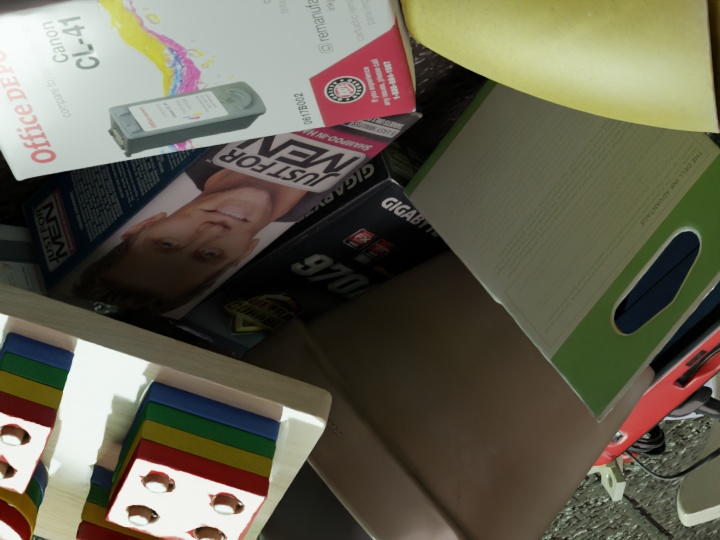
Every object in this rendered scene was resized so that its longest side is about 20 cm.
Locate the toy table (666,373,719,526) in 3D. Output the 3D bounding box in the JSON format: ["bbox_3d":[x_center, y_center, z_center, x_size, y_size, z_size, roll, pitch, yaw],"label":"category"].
[{"bbox_3d":[0.287,0.089,1.926,0.200,0.117,0.184,-24,151,9],"label":"toy table"}]

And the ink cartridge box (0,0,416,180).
[{"bbox_3d":[-0.083,-0.125,1.329,0.199,0.086,0.148,-11,151,4],"label":"ink cartridge box"}]

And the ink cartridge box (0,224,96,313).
[{"bbox_3d":[-0.223,0.030,1.558,0.200,0.067,0.117,8,142,-39],"label":"ink cartridge box"}]

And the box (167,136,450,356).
[{"bbox_3d":[0.000,0.000,1.667,0.159,0.046,0.200,-32,149,20],"label":"box"}]

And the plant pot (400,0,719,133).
[{"bbox_3d":[0.091,-0.160,1.330,0.142,0.201,0.200,-2,152,8],"label":"plant pot"}]

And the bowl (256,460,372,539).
[{"bbox_3d":[-0.038,0.222,1.631,0.074,0.200,0.200,12,121,-3],"label":"bowl"}]

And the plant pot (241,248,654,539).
[{"bbox_3d":[0.061,0.068,1.608,0.173,0.200,0.200,-41,149,3],"label":"plant pot"}]

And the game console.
[{"bbox_3d":[0.185,0.007,1.683,0.031,0.177,0.200,30,131,-19],"label":"game console"}]

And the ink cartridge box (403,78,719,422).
[{"bbox_3d":[0.124,-0.033,1.495,0.048,0.200,0.146,20,113,-49],"label":"ink cartridge box"}]

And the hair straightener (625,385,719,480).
[{"bbox_3d":[0.144,0.084,1.820,0.200,0.041,0.077,17,109,-20],"label":"hair straightener"}]

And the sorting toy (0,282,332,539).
[{"bbox_3d":[-0.142,0.110,1.514,0.199,0.070,0.199,18,143,-9],"label":"sorting toy"}]

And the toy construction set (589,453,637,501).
[{"bbox_3d":[0.100,0.124,1.870,0.200,0.132,0.092,-16,-162,-28],"label":"toy construction set"}]

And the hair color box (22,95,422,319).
[{"bbox_3d":[-0.073,-0.057,1.510,0.100,0.061,0.200,14,137,-45],"label":"hair color box"}]
